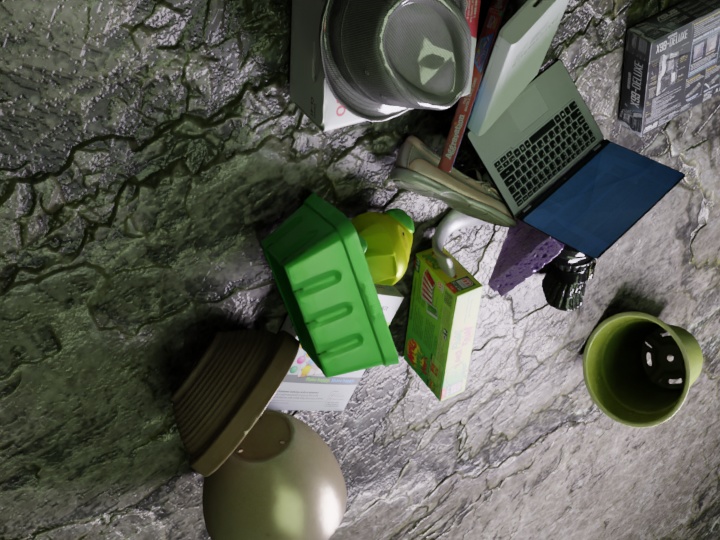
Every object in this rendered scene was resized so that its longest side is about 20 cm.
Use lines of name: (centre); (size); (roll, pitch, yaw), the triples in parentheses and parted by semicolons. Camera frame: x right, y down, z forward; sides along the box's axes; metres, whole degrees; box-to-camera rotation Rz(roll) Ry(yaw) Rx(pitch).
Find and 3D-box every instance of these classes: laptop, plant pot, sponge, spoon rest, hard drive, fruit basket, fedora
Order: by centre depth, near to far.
fedora: (0.052, -0.222, 0.969); (0.176, 0.090, 0.201); (-40, 137, -6)
hard drive: (0.188, -0.255, 1.147); (0.132, 0.027, 0.200); (-48, 169, -18)
fruit basket: (0.000, 0.000, 1.189); (0.212, 0.155, 0.219); (-9, 113, -22)
plant pot: (-0.167, 0.141, 1.195); (0.092, 0.201, 0.202); (37, 99, -9)
laptop: (0.270, -0.146, 1.231); (0.187, 0.115, 0.202); (-38, 104, -23)
plant pot: (-0.123, 0.265, 1.297); (0.198, 0.200, 0.136); (-25, 131, -20)
sponge: (0.237, -0.049, 1.328); (0.111, 0.030, 0.200); (-41, -171, 31)
spoon rest: (0.166, -0.081, 1.351); (0.200, 0.060, 0.100); (-45, 140, -19)
plant pot: (0.533, 0.169, 1.780); (0.189, 0.200, 0.202); (-5, 128, -53)

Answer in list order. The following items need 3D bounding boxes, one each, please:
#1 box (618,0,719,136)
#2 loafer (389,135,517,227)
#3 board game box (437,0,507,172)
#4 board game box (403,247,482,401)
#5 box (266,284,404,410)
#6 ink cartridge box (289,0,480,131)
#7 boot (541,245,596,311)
box: (0.465, -0.304, 1.401); (0.198, 0.050, 0.159); (-29, 137, -18)
loafer: (0.130, -0.111, 1.251); (0.198, 0.072, 0.064); (19, 85, -29)
board game box: (0.136, -0.228, 1.170); (0.019, 0.103, 0.202); (18, 120, 3)
board game box: (0.115, 0.077, 1.398); (0.047, 0.102, 0.202); (-18, 134, -26)
box: (-0.046, 0.101, 1.334); (0.154, 0.041, 0.202); (8, 117, -42)
ink cartridge box: (0.027, -0.252, 1.057); (0.197, 0.086, 0.149); (-16, 131, -26)
boot: (0.309, -0.008, 1.461); (0.210, 0.079, 0.160); (-29, 144, -55)
